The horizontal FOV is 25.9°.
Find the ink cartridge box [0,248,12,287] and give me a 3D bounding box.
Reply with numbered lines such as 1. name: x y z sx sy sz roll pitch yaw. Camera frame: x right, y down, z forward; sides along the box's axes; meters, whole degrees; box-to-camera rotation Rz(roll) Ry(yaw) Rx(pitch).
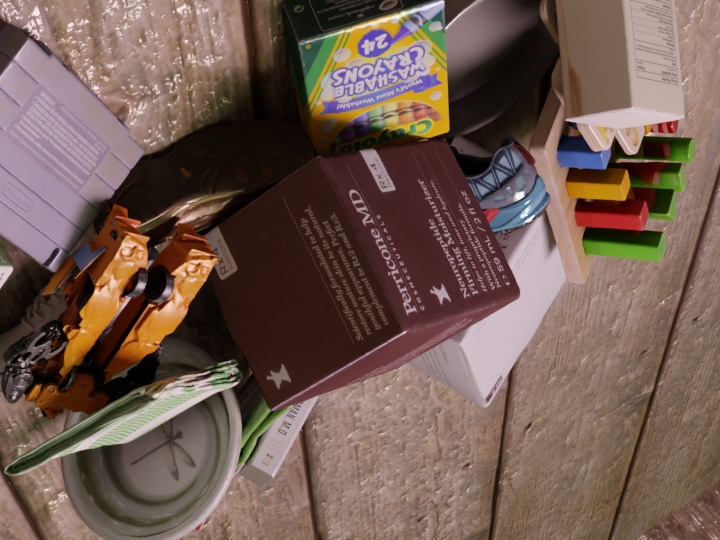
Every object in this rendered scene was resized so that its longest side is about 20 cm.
1. ink cartridge box: -0.331 -0.017 1.199 0.145 0.048 0.200 1 136 -52

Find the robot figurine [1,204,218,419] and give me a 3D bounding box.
1. robot figurine: -0.212 0.043 1.297 0.145 0.058 0.200 16 121 -44

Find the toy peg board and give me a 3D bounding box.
1. toy peg board: 0.259 -0.121 1.553 0.200 0.098 0.199 -66 149 -34

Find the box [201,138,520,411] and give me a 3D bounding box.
1. box: 0.000 0.000 1.362 0.164 0.166 0.200 -32 170 34

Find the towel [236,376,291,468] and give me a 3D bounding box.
1. towel: -0.071 0.091 1.512 0.149 0.031 0.200 -52 -168 43

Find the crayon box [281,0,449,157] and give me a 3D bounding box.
1. crayon box: 0.009 -0.161 1.344 0.125 0.052 0.200 -18 147 -7

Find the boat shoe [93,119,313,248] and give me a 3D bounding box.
1. boat shoe: -0.136 -0.070 1.341 0.200 0.072 0.068 -22 155 -17

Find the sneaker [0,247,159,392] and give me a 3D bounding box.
1. sneaker: -0.258 0.036 1.370 0.200 0.073 0.071 -28 124 -14

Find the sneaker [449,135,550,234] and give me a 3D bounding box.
1. sneaker: 0.075 -0.076 1.485 0.200 0.096 0.079 -15 -159 18

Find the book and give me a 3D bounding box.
1. book: -0.059 0.117 1.574 0.200 0.048 0.134 -61 -177 -14

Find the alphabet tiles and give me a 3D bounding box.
1. alphabet tiles: 0.231 -0.212 1.463 0.196 0.015 0.200 51 49 -35

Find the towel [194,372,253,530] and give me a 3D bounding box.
1. towel: -0.120 0.161 1.627 0.144 0.023 0.200 -54 -169 41

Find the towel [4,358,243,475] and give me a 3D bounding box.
1. towel: -0.198 0.128 1.363 0.152 0.023 0.200 -29 175 18

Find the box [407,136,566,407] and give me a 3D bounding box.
1. box: 0.116 0.005 1.634 0.199 0.131 0.200 -57 157 -14

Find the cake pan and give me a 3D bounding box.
1. cake pan: 0.112 -0.207 1.463 0.200 0.037 0.200 -30 153 -17

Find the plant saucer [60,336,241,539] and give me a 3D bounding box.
1. plant saucer: -0.191 0.165 1.488 0.200 0.200 0.050 -43 151 9

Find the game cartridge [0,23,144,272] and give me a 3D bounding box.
1. game cartridge: -0.245 -0.088 1.171 0.130 0.038 0.200 -58 155 -9

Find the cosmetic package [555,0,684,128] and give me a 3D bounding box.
1. cosmetic package: 0.227 -0.231 1.391 0.071 0.201 0.105 -7 174 38
